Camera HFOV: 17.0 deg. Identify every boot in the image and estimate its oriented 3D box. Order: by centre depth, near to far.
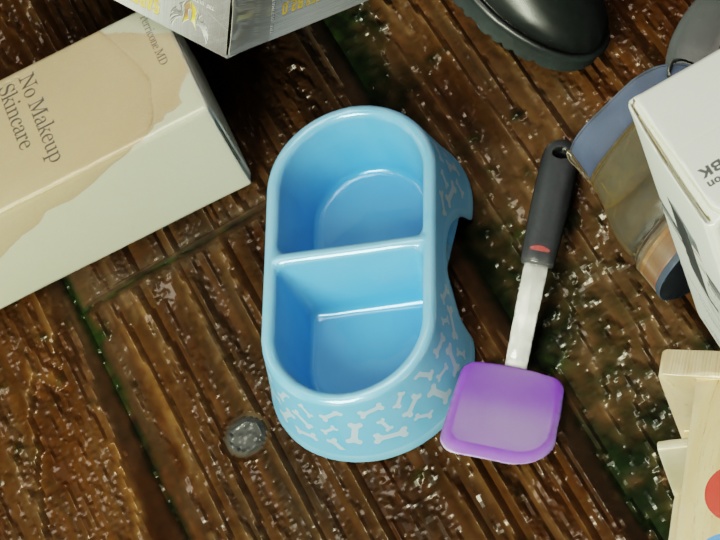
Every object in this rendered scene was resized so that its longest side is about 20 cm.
[{"bbox_3d":[0.181,-0.088,1.193,0.097,0.075,0.200,51,118,25],"label":"boot"},{"bbox_3d":[0.089,-0.221,1.271,0.198,0.162,0.073,49,47,9],"label":"boot"}]

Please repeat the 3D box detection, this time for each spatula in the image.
[{"bbox_3d":[0.088,0.014,1.244,0.056,0.021,0.200,12,61,7],"label":"spatula"}]

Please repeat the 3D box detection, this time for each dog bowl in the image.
[{"bbox_3d":[0.000,0.000,1.268,0.111,0.050,0.200,-8,58,15],"label":"dog bowl"}]

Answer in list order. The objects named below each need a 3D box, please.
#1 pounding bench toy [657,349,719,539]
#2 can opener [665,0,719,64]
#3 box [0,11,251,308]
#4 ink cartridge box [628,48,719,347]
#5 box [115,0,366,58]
[{"bbox_3d":[0.185,0.116,1.046,0.124,0.200,0.156,2,61,20],"label":"pounding bench toy"},{"bbox_3d":[0.216,-0.171,1.294,0.066,0.053,0.200,13,65,26],"label":"can opener"},{"bbox_3d":[-0.173,-0.056,1.341,0.200,0.078,0.095,-28,54,1],"label":"box"},{"bbox_3d":[0.220,-0.034,1.122,0.144,0.200,0.084,-29,56,0],"label":"ink cartridge box"},{"bbox_3d":[-0.090,-0.198,1.369,0.200,0.048,0.158,29,39,30],"label":"box"}]
